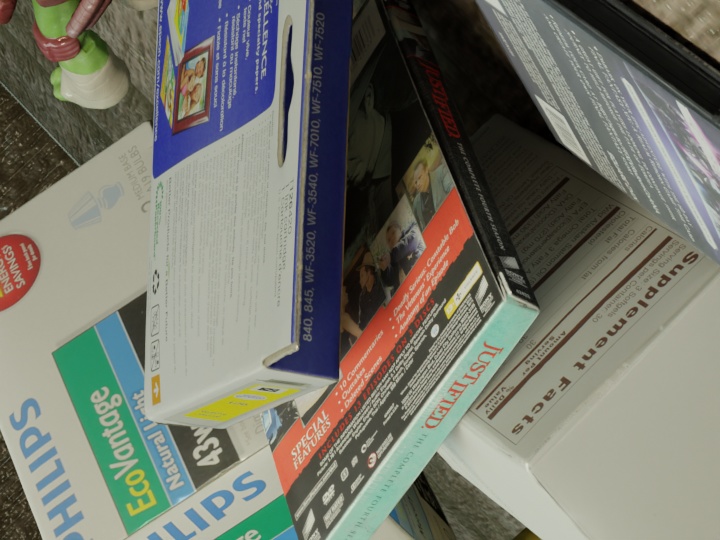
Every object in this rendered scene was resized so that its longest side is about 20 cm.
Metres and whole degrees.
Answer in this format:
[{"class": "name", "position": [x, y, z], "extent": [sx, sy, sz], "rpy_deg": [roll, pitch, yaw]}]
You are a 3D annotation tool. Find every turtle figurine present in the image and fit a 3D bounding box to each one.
[{"class": "turtle figurine", "position": [-0.191, -0.176, 1.565], "extent": [0.194, 0.199, 0.145], "rpy_deg": [50, -152, -60]}]

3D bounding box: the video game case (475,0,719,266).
[{"class": "video game case", "position": [0.112, -0.038, 0.995], "extent": [0.200, 0.019, 0.143], "rpy_deg": [40, 171, 38]}]

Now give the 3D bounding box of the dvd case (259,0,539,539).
[{"class": "dvd case", "position": [0.000, 0.000, 1.161], "extent": [0.022, 0.146, 0.201], "rpy_deg": [17, -148, -30]}]

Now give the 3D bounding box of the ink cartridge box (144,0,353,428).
[{"class": "ink cartridge box", "position": [-0.035, -0.050, 1.130], "extent": [0.047, 0.199, 0.200], "rpy_deg": [7, 169, -21]}]

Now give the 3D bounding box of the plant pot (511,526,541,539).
[{"class": "plant pot", "position": [0.161, 0.188, 1.317], "extent": [0.201, 0.201, 0.189], "rpy_deg": [47, 162, -4]}]

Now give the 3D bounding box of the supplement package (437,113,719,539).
[{"class": "supplement package", "position": [0.089, 0.039, 1.162], "extent": [0.117, 0.117, 0.200], "rpy_deg": [49, 173, -31]}]

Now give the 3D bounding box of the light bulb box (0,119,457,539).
[{"class": "light bulb box", "position": [-0.066, 0.075, 1.336], "extent": [0.200, 0.124, 0.199], "rpy_deg": [47, -168, -51]}]
